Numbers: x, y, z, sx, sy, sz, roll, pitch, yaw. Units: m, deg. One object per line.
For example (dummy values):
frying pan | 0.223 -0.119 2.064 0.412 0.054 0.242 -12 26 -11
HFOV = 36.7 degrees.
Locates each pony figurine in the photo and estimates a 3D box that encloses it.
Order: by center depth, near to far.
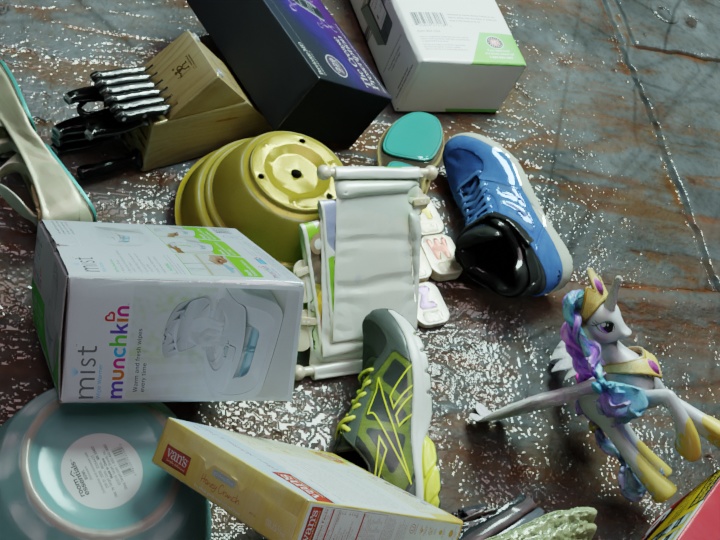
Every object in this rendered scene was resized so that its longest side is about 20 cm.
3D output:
pony figurine | 0.219 0.109 0.974 0.166 0.193 0.201 -37 87 -37

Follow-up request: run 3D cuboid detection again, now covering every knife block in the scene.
knife block | -0.197 -0.140 1.060 0.175 0.200 0.064 -38 69 8

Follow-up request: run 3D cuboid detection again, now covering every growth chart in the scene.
growth chart | 0.000 0.000 0.985 0.143 0.018 0.204 4 95 -28

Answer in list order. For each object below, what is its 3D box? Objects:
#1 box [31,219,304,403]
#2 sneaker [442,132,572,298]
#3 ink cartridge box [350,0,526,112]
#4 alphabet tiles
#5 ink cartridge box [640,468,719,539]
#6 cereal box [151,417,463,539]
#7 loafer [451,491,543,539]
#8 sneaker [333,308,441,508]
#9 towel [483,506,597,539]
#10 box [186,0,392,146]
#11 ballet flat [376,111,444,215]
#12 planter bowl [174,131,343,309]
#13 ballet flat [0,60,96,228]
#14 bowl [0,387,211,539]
box | -0.158 0.025 0.849 0.174 0.099 0.200 1 13 -23
sneaker | 0.128 -0.058 1.113 0.110 0.077 0.202 -11 65 -50
ink cartridge box | 0.085 -0.288 1.272 0.143 0.084 0.202 -3 57 -26
alphabet tiles | 0.005 -0.023 1.082 0.197 0.015 0.198 -8 59 -28
ink cartridge box | 0.268 0.255 0.881 0.084 0.176 0.199 43 49 12
cereal box | -0.034 0.161 0.780 0.143 0.040 0.199 21 -2 39
loafer | 0.054 0.224 0.856 0.198 0.072 0.063 -30 68 -18
sneaker | 0.016 0.125 0.927 0.083 0.075 0.203 0 62 -17
towel | 0.094 0.260 0.828 0.197 0.151 0.036 -13 35 -31
box | -0.076 -0.234 1.130 0.140 0.079 0.201 -2 52 -55
ballet flat | 0.041 -0.093 1.102 0.068 0.064 0.201 16 37 5
planter bowl | -0.069 -0.068 1.019 0.197 0.084 0.203 12 51 -15
ballet flat | -0.309 -0.107 0.976 0.069 0.070 0.201 -22 66 -35
bowl | -0.194 0.161 0.794 0.197 0.106 0.203 13 50 -15
